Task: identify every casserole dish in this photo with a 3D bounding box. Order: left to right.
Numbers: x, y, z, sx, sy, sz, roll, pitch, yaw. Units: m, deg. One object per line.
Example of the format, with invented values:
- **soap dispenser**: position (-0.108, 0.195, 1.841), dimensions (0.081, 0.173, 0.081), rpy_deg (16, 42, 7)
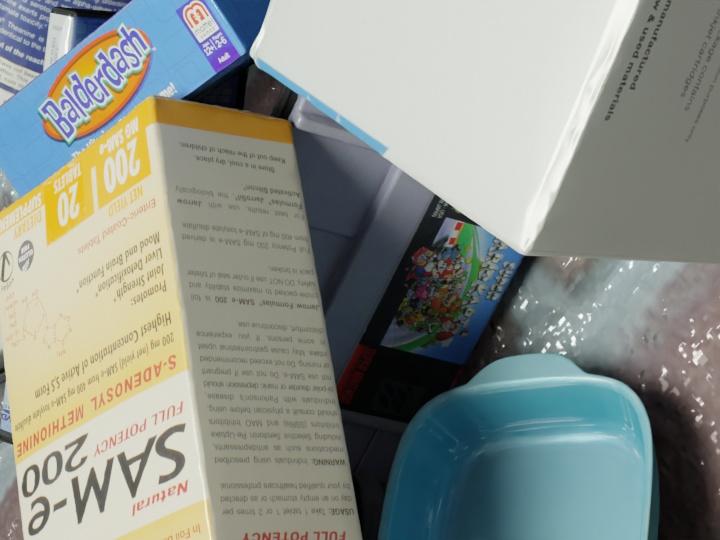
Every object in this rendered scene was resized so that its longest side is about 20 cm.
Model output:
- **casserole dish**: position (0.063, 0.131, 0.730), dimensions (0.120, 0.039, 0.202), rpy_deg (-8, 60, 31)

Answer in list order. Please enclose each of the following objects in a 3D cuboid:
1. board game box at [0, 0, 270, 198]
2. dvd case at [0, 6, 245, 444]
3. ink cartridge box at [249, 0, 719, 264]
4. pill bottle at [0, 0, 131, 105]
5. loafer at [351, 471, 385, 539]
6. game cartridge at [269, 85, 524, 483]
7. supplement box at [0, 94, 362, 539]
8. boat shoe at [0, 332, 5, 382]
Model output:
- **board game box**: position (-0.051, -0.113, 0.791), dimensions (0.152, 0.200, 0.045), rpy_deg (-29, 98, 41)
- **dvd case**: position (-0.111, -0.022, 0.891), dimensions (0.017, 0.142, 0.202), rpy_deg (14, 101, 29)
- **ink cartridge box**: position (0.098, -0.097, 0.638), dimensions (0.147, 0.199, 0.146), rpy_deg (36, 113, 39)
- **pill bottle**: position (-0.141, -0.169, 0.940), dimensions (0.111, 0.110, 0.201), rpy_deg (42, 119, 36)
- **loafer**: position (-0.035, 0.178, 0.788), dimensions (0.072, 0.063, 0.202), rpy_deg (-31, 45, 53)
- **game cartridge**: position (0.000, 0.000, 0.791), dimensions (0.201, 0.129, 0.038), rpy_deg (-63, 24, 25)
- **supplement box**: position (-0.075, 0.052, 0.714), dimensions (0.126, 0.073, 0.202), rpy_deg (-30, 63, 43)
- **boat shoe**: position (-0.195, 0.020, 1.031), dimensions (0.199, 0.072, 0.066), rpy_deg (-25, 78, 51)
